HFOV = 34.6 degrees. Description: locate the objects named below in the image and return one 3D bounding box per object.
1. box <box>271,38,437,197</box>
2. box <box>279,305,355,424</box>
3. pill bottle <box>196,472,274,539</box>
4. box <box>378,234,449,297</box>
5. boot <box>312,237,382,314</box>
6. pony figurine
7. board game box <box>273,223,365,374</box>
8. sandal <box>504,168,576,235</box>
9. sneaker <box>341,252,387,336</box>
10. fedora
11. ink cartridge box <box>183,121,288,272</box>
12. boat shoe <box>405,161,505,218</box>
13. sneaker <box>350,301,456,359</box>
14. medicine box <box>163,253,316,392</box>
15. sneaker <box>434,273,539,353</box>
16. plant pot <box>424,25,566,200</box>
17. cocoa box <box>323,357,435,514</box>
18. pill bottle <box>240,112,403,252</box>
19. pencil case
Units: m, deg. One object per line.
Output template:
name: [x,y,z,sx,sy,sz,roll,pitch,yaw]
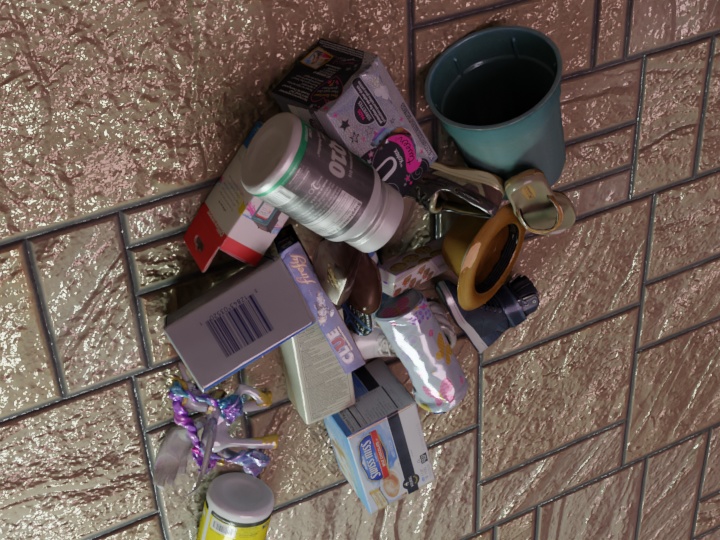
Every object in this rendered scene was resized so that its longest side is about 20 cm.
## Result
box: [-0.006,-0.197,1.587,0.115,0.132,0.200,-49,134,-13]
box: [-0.072,0.132,1.813,0.094,0.078,0.201,-20,128,-19]
pill bottle: [-0.215,0.444,1.908,0.112,0.112,0.201,-1,121,-31]
box: [0.102,-0.013,1.810,0.199,0.041,0.039,-24,132,-42]
boot: [-0.018,0.014,1.630,0.064,0.200,0.188,-15,110,9]
pony figurine: [-0.226,0.251,1.768,0.199,0.166,0.195,18,77,-35]
board game box: [-0.061,0.039,1.651,0.034,0.136,0.201,-29,105,-2]
sandal: [0.268,-0.088,1.705,0.080,0.054,0.200,-29,152,14]
sneaker: [0.000,0.000,1.789,0.077,0.075,0.201,-40,136,-42]
fedora: [0.182,-0.034,1.787,0.201,0.081,0.202,-45,150,-34]
ink cartridge box: [-0.154,-0.089,1.586,0.067,0.116,0.201,28,103,-33]
boat shoe: [0.111,-0.118,1.695,0.073,0.198,0.065,62,40,-55]
sneaker: [0.070,0.110,1.873,0.199,0.099,0.078,-15,129,-23]
medicine box: [-0.172,0.068,1.612,0.181,0.200,0.103,-32,96,-7]
sneaker: [0.214,0.043,1.926,0.146,0.077,0.202,-34,142,7]
plant pot: [0.214,-0.218,1.698,0.200,0.200,0.197,-36,140,-6]
cocoa box: [0.025,0.278,1.933,0.131,0.133,0.201,-26,130,-14]
pill bottle: [-0.046,-0.108,1.486,0.199,0.113,0.113,30,101,-34]
pencil case: [0.095,0.125,1.795,0.083,0.090,0.201,-53,126,-44]
